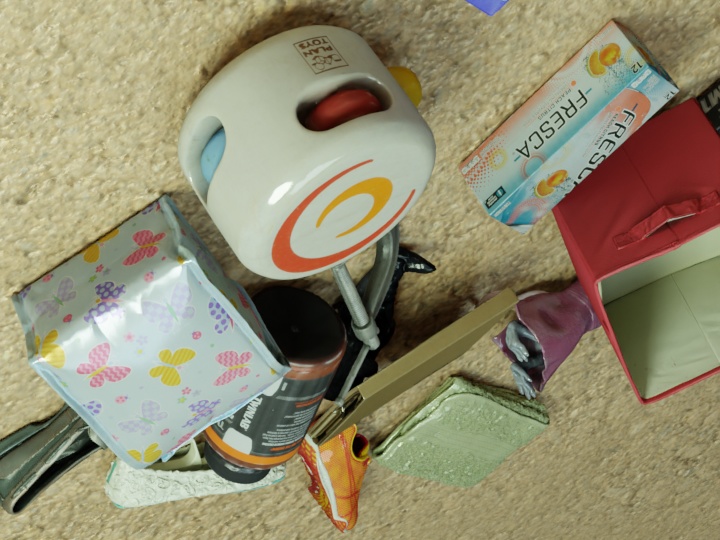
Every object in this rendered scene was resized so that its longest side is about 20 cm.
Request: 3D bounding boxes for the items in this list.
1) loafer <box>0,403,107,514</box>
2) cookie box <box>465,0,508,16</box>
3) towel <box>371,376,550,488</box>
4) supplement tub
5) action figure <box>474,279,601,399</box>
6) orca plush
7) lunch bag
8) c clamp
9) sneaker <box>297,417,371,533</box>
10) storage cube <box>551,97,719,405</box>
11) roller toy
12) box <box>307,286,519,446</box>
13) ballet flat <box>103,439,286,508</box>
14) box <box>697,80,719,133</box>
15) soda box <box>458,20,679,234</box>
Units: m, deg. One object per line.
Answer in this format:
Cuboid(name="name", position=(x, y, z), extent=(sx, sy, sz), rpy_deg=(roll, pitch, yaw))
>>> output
Cuboid(name="loafer", position=(-0.256, 0.156, 1.687), extent=(0.200, 0.063, 0.072), rpy_deg=(-33, 147, 5))
Cuboid(name="cookie box", position=(0.088, -0.301, 1.338), extent=(0.171, 0.075, 0.200), rpy_deg=(-43, 145, 19))
Cuboid(name="towel", position=(0.114, 0.185, 2.030), extent=(0.148, 0.037, 0.200), rpy_deg=(-43, 144, 21))
Cuboid(name="supplement tub", position=(-0.090, 0.116, 1.721), extent=(0.107, 0.107, 0.200), rpy_deg=(-7, 139, -31))
Cuboid(name="action figure", position=(0.225, 0.037, 1.896), extent=(0.200, 0.149, 0.134), rpy_deg=(-40, 180, -17))
Cuboid(name="orca plush", position=(0.013, 0.069, 1.770), extent=(0.105, 0.071, 0.200), rpy_deg=(11, 129, -45))
Cuboid(name="lunch bag", position=(-0.175, 0.064, 1.559), extent=(0.169, 0.127, 0.200), rpy_deg=(-34, 128, 4))
Cuboid(name="c clamp", position=(0.000, 0.000, 1.620), extent=(0.200, 0.027, 0.171), rpy_deg=(72, 36, -51))
Cuboid(name="sneaker", position=(-0.017, 0.220, 1.948), extent=(0.077, 0.073, 0.200), rpy_deg=(-32, 151, -15))
Cuboid(name="storage cube", position=(0.287, -0.018, 1.698), extent=(0.170, 0.180, 0.200), rpy_deg=(-25, 131, 4))
Cuboid(name="roller toy", position=(-0.044, -0.099, 1.445), extent=(0.200, 0.140, 0.182), rpy_deg=(-39, 156, 9))
Cuboid(name="box", position=(0.051, 0.096, 1.788), extent=(0.200, 0.021, 0.164), rpy_deg=(-30, 170, -27))
Cuboid(name="ballet flat", position=(-0.158, 0.191, 1.809), extent=(0.199, 0.072, 0.072), rpy_deg=(-9, 141, -29))
Cuboid(name="box", position=(0.372, -0.108, 1.832), extent=(0.200, 0.050, 0.198), rpy_deg=(-41, 146, 15))
Cuboid(name="soda box", position=(0.187, -0.128, 1.643), extent=(0.200, 0.069, 0.063), rpy_deg=(-44, 143, 18))
